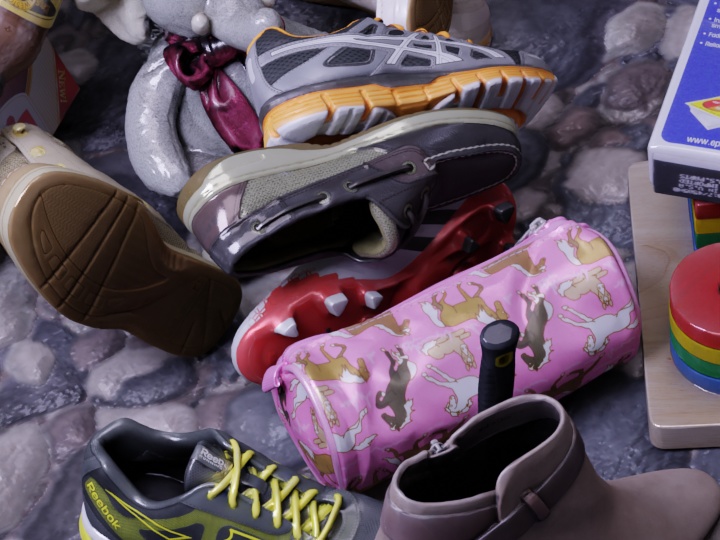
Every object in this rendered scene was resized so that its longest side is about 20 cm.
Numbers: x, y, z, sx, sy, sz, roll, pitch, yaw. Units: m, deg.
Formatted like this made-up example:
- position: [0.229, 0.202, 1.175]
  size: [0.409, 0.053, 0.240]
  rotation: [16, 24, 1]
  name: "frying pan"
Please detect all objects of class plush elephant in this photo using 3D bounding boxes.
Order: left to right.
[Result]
- position: [-0.076, -0.130, 1.627]
  size: [0.164, 0.155, 0.200]
  rotation: [-31, 52, -20]
  name: "plush elephant"

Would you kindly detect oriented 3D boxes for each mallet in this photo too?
- position: [0.075, 0.074, 1.398]
  size: [0.066, 0.200, 0.041]
  rotation: [-16, 62, -16]
  name: "mallet"

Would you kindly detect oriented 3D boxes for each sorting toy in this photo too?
- position: [0.250, -0.006, 1.532]
  size: [0.199, 0.070, 0.199]
  rotation: [-3, 47, 4]
  name: "sorting toy"

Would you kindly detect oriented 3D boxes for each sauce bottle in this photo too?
- position: [-0.198, -0.158, 1.583]
  size: [0.064, 0.065, 0.201]
  rotation: [11, 69, 17]
  name: "sauce bottle"

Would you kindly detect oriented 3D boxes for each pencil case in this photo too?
- position: [0.050, 0.046, 1.501]
  size: [0.199, 0.083, 0.087]
  rotation: [-26, 53, -15]
  name: "pencil case"

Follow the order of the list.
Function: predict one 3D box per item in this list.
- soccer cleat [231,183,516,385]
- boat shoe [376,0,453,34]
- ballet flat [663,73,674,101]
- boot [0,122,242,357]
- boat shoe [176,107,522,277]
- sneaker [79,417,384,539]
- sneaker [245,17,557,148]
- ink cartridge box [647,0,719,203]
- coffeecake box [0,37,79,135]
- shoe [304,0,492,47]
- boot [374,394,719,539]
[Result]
- position: [0.000, 0.000, 1.566]
  size: [0.200, 0.069, 0.085]
  rotation: [-32, 43, -25]
  name: "soccer cleat"
- position: [0.018, -0.195, 1.668]
  size: [0.069, 0.071, 0.201]
  rotation: [-5, 44, 11]
  name: "boat shoe"
- position: [0.268, -0.119, 1.641]
  size: [0.199, 0.068, 0.069]
  rotation: [-6, 37, -7]
  name: "ballet flat"
- position: [-0.168, -0.033, 1.535]
  size: [0.155, 0.200, 0.073]
  rotation: [36, 94, 34]
  name: "boot"
- position: [0.002, -0.035, 1.509]
  size: [0.200, 0.072, 0.066]
  rotation: [-12, 59, -25]
  name: "boat shoe"
- position: [-0.057, 0.128, 1.437]
  size: [0.199, 0.085, 0.075]
  rotation: [8, 50, 14]
  name: "sneaker"
- position: [0.025, -0.106, 1.563]
  size: [0.199, 0.078, 0.077]
  rotation: [-5, 54, -36]
  name: "sneaker"
- position: [0.277, -0.108, 1.545]
  size: [0.197, 0.047, 0.200]
  rotation: [10, 49, 17]
  name: "ink cartridge box"
- position: [-0.263, -0.123, 1.609]
  size: [0.073, 0.200, 0.154]
  rotation: [-4, 44, 32]
  name: "coffeecake box"
- position: [0.001, -0.194, 1.746]
  size: [0.200, 0.054, 0.070]
  rotation: [29, 57, 29]
  name: "shoe"
- position: [0.096, 0.115, 1.388]
  size: [0.199, 0.147, 0.070]
  rotation: [-30, 50, -19]
  name: "boot"
